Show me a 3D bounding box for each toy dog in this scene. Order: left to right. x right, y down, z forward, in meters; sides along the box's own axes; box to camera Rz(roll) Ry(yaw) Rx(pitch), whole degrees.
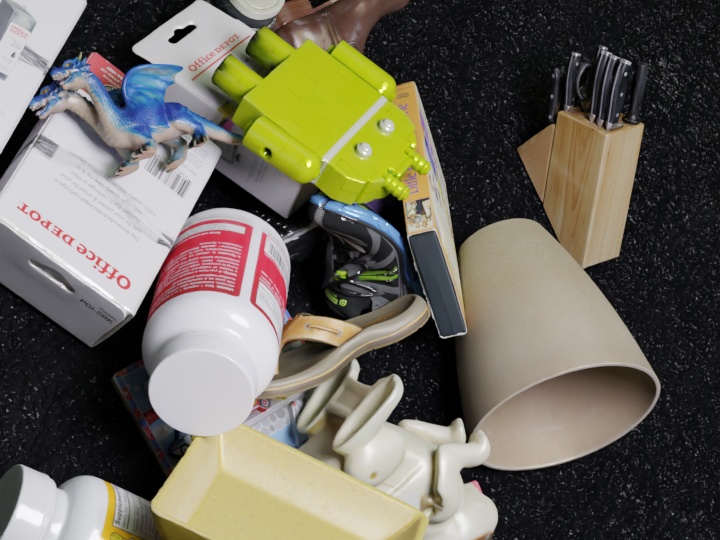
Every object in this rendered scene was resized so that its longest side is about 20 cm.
[{"bbox_3d":[0.037,0.201,1.530,0.200,0.139,0.194,40,72,-21],"label":"toy dog"}]

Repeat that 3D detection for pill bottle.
[{"bbox_3d":[-0.193,0.227,1.364,0.199,0.113,0.113,29,54,-23],"label":"pill bottle"},{"bbox_3d":[-0.120,0.043,1.462,0.112,0.112,0.200,36,27,-18],"label":"pill bottle"}]

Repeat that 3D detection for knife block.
[{"bbox_3d":[0.253,-0.125,1.827,0.064,0.175,0.201,-17,80,-40],"label":"knife block"}]

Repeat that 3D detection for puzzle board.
[{"bbox_3d":[-0.106,0.117,1.547,0.200,0.017,0.151,-29,87,-41],"label":"puzzle board"}]

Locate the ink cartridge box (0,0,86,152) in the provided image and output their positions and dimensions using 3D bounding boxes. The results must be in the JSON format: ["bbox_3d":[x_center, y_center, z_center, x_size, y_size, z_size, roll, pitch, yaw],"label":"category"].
[{"bbox_3d":[-0.317,-0.144,1.427,0.085,0.146,0.201,36,51,-16],"label":"ink cartridge box"}]

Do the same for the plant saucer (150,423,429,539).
[{"bbox_3d":[-0.057,0.205,1.369,0.199,0.049,0.200,26,18,2],"label":"plant saucer"}]

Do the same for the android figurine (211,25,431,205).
[{"bbox_3d":[-0.029,-0.133,1.551,0.200,0.041,0.182,38,42,5],"label":"android figurine"}]

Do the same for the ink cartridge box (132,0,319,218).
[{"bbox_3d":[-0.107,-0.151,1.615,0.200,0.068,0.116,36,46,11],"label":"ink cartridge box"}]

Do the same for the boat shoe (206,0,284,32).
[{"bbox_3d":[-0.141,-0.301,1.696,0.071,0.068,0.201,-18,65,-26],"label":"boat shoe"}]

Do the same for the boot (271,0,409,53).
[{"bbox_3d":[0.011,-0.181,1.746,0.186,0.064,0.201,-21,78,-28],"label":"boot"}]

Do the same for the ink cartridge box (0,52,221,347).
[{"bbox_3d":[-0.227,-0.060,1.495,0.147,0.083,0.201,38,51,-16],"label":"ink cartridge box"}]

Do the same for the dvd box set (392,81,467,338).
[{"bbox_3d":[0.063,-0.058,1.659,0.147,0.029,0.201,69,11,-46],"label":"dvd box set"}]

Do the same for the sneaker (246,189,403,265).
[{"bbox_3d":[-0.036,-0.030,1.633,0.199,0.076,0.088,-29,121,-25],"label":"sneaker"}]

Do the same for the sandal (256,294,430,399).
[{"bbox_3d":[-0.030,0.056,1.545,0.199,0.080,0.054,-25,107,-22],"label":"sandal"}]

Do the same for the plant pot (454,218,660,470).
[{"bbox_3d":[0.162,0.058,1.688,0.186,0.187,0.201,6,51,-35],"label":"plant pot"}]

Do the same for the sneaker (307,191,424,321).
[{"bbox_3d":[0.000,0.000,1.594,0.083,0.071,0.200,-49,145,-14],"label":"sneaker"}]

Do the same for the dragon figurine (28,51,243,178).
[{"bbox_3d":[-0.176,-0.137,1.477,0.199,0.059,0.100,-13,76,-39],"label":"dragon figurine"}]
